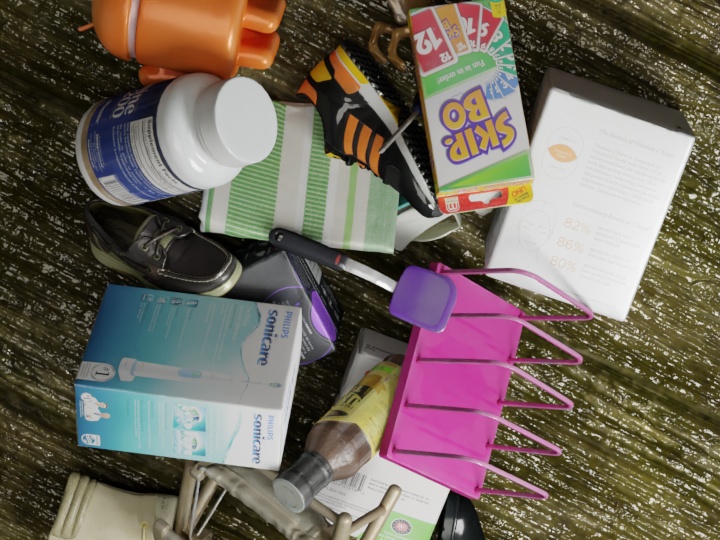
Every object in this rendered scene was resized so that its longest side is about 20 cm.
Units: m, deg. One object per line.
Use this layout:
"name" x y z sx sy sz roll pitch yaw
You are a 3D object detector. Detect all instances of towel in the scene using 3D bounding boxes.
"towel" -0.058 -0.099 1.633 0.197 0.023 0.154 6 74 1

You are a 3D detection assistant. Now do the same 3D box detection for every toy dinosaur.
"toy dinosaur" 0.048 -0.256 1.607 0.199 0.060 0.107 39 83 -9

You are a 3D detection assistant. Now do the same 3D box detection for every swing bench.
"swing bench" -0.095 0.267 1.656 0.198 0.129 0.202 31 111 22

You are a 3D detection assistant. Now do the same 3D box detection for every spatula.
"spatula" 0.000 0.000 1.582 0.198 0.021 0.057 23 80 8

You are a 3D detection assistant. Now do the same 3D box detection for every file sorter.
"file sorter" 0.131 0.110 1.579 0.138 0.125 0.202 29 70 -38

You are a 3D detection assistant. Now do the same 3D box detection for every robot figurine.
"robot figurine" -0.175 -0.254 1.580 0.198 0.144 0.118 11 69 0

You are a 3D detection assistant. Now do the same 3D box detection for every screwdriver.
"screwdriver" 0.051 -0.150 1.557 0.028 0.200 0.029 35 115 3

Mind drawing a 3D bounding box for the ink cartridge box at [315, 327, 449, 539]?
"ink cartridge box" 0.033 0.183 1.723 0.144 0.084 0.202 20 108 -3

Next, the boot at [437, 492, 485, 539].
"boot" 0.160 0.336 1.771 0.160 0.074 0.200 5 115 4

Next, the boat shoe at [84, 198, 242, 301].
"boat shoe" -0.207 -0.024 1.631 0.198 0.074 0.065 15 147 33

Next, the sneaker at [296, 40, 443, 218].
"sneaker" 0.011 -0.124 1.600 0.090 0.070 0.201 -36 77 22

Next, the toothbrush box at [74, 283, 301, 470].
"toothbrush box" -0.162 0.101 1.557 0.197 0.147 0.086 5 130 2

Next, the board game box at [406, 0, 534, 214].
"board game box" 0.106 -0.158 1.551 0.094 0.030 0.203 -8 82 -4

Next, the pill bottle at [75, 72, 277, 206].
"pill bottle" -0.178 -0.130 1.577 0.199 0.111 0.112 -9 111 42

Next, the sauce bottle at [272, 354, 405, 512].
"sauce bottle" -0.009 0.159 1.575 0.064 0.200 0.065 24 135 27

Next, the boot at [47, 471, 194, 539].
"boot" -0.274 0.330 1.795 0.154 0.073 0.202 14 106 -1

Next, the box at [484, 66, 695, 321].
"box" 0.225 -0.078 1.616 0.151 0.106 0.202 19 108 -2

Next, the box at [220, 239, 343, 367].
"box" -0.132 0.054 1.680 0.198 0.106 0.123 -25 105 11

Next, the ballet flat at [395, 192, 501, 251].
"ballet flat" 0.095 -0.075 1.636 0.199 0.070 0.070 -26 105 31
